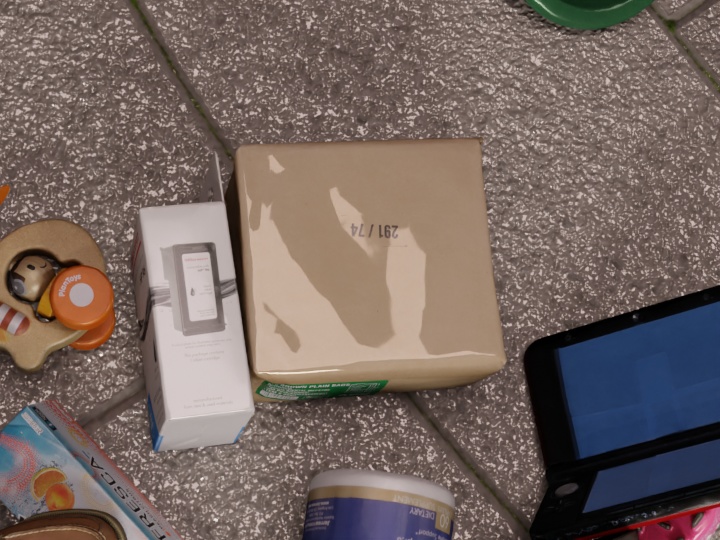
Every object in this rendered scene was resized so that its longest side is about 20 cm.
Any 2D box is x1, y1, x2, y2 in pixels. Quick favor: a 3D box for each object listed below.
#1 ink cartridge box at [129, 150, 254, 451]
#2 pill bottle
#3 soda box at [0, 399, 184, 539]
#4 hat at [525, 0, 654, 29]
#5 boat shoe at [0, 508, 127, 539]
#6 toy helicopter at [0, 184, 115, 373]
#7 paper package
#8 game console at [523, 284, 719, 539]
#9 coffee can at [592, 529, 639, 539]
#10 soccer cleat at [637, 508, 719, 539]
[{"bbox_3d":[-0.131,0.024,1.226,0.067,0.116,0.201,-5,73,-14],"label":"ink cartridge box"},{"bbox_3d":[0.005,0.253,1.184,0.110,0.111,0.201,10,72,-8],"label":"pill bottle"},{"bbox_3d":[-0.186,0.187,1.181,0.064,0.068,0.200,-45,84,5],"label":"soda box"},{"bbox_3d":[0.185,-0.331,1.452,0.165,0.176,0.201,2,110,-13],"label":"hat"},{"bbox_3d":[-0.259,0.218,1.126,0.199,0.068,0.072,-19,87,10],"label":"boat shoe"},{"bbox_3d":[-0.286,0.025,1.218,0.199,0.079,0.133,-30,80,-14],"label":"toy helicopter"},{"bbox_3d":[0.000,0.000,1.267,0.199,0.103,0.192,-2,73,-12],"label":"paper package"},{"bbox_3d":[0.215,0.106,1.223,0.199,0.172,0.119,-19,98,20],"label":"game console"},{"bbox_3d":[0.163,0.305,1.173,0.146,0.146,0.201,-16,81,-15],"label":"coffee can"},{"bbox_3d":[0.287,0.148,1.296,0.086,0.070,0.201,29,84,-45],"label":"soccer cleat"}]
